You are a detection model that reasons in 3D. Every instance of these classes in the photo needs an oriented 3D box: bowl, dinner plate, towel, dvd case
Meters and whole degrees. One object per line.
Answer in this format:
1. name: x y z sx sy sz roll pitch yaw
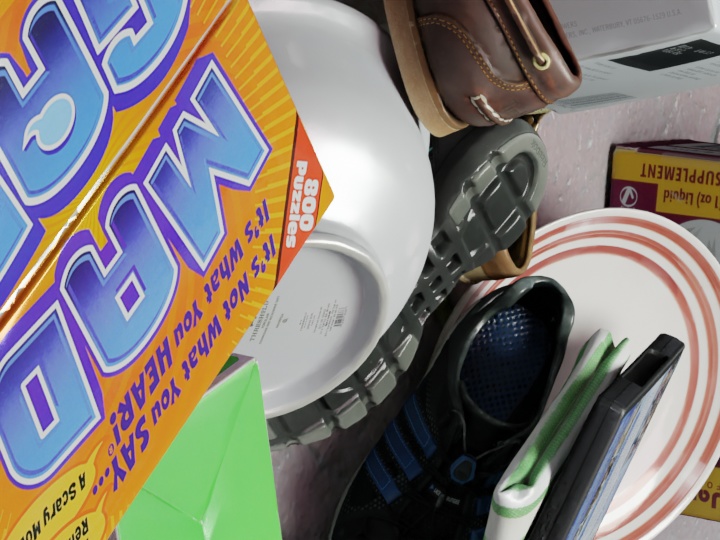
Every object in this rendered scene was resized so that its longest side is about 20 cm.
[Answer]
1. bowl: -0.049 -0.005 1.139 0.200 0.091 0.202 -15 138 -15
2. dinner plate: 0.114 0.062 1.504 0.199 0.024 0.202 -11 112 -27
3. towel: 0.069 0.139 1.396 0.153 0.023 0.201 -53 167 -50
4. dvd case: 0.108 0.109 1.400 0.143 0.017 0.200 -66 170 12

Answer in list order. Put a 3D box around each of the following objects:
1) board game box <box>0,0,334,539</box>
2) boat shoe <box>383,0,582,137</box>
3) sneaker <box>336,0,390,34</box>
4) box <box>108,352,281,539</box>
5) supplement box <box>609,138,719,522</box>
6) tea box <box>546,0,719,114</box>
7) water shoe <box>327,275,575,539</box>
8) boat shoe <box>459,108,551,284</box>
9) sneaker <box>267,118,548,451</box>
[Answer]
1. board game box: -0.165 -0.038 0.950 0.200 0.199 0.200 -57 139 -32
2. boat shoe: 0.035 -0.157 1.144 0.070 0.070 0.201 -27 100 -63
3. sneaker: -0.046 -0.068 1.255 0.200 0.075 0.085 -37 146 -52
4. box: -0.122 0.127 1.075 0.097 0.176 0.201 -35 125 -47
5. supplement box: 0.210 0.033 1.603 0.103 0.130 0.202 -7 102 -56
6. tea box: 0.101 -0.180 1.263 0.200 0.133 0.198 1 79 -70
7. water shoe: 0.041 0.088 1.384 0.079 0.071 0.201 121 -6 -70
8. boat shoe: 0.063 -0.091 1.400 0.075 0.073 0.202 -13 108 -55
9. sneaker: 0.000 0.000 1.334 0.200 0.079 0.076 -45 141 -14
